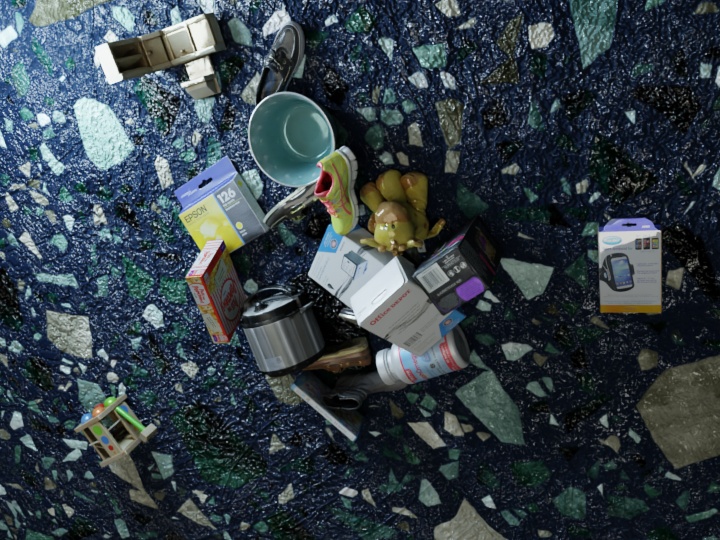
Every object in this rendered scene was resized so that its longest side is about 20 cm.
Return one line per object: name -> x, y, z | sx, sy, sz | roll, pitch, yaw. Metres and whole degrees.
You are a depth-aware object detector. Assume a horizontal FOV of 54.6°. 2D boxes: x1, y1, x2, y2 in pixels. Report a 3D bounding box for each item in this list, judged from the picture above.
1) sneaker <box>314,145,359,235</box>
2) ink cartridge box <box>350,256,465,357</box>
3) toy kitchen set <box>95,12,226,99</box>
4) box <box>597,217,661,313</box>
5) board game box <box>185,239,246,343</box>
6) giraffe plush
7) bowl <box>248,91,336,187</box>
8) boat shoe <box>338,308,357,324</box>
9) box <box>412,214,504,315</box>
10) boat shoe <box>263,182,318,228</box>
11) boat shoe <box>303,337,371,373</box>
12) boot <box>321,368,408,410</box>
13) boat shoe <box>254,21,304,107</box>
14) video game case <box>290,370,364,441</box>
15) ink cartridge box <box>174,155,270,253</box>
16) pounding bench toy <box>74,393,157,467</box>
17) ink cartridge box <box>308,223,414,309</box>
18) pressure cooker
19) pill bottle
sneaker -> -0.058, -0.158, 1.458 | 0.078, 0.090, 0.201 | 34, 139, 42
ink cartridge box -> 0.100, 0.079, 1.473 | 0.145, 0.084, 0.200 | -43, 131, 19
toy kitchen set -> -0.411, -0.438, 1.507 | 0.199, 0.180, 0.164 | -8, 110, 28
box -> 0.542, -0.012, 1.404 | 0.118, 0.041, 0.201 | 0, 109, 21
board game box -> -0.341, 0.050, 1.678 | 0.046, 0.152, 0.201 | -4, 126, 15
giraffe plush -> 0.073, -0.101, 1.474 | 0.172, 0.162, 0.200 | -27, 100, 28
bowl -> -0.130, -0.291, 1.506 | 0.200, 0.105, 0.202 | 8, 115, 18
boat shoe -> 0.046, 0.102, 1.642 | 0.199, 0.073, 0.063 | 6, 76, 23
box -> 0.205, -0.014, 1.438 | 0.122, 0.200, 0.106 | -35, 96, 29
boat shoe -> -0.140, -0.150, 1.588 | 0.201, 0.072, 0.061 | -37, 91, 27
boat shoe -> -0.065, 0.222, 1.717 | 0.199, 0.072, 0.068 | -16, 103, 23
boot -> 0.017, 0.290, 1.679 | 0.199, 0.132, 0.070 | -12, 106, 25
boat shoe -> -0.180, -0.430, 1.488 | 0.070, 0.066, 0.200 | 33, 119, 5
video game case -> -0.078, 0.328, 1.728 | 0.200, 0.143, 0.018 | 40, 101, 1
ink cartridge box -> -0.343, -0.142, 1.686 | 0.197, 0.047, 0.200 | -27, 103, 29
pounding bench toy -> -0.698, 0.444, 2.023 | 0.200, 0.124, 0.156 | -29, 99, 28
ink cartridge box -> 0.000, 0.000, 1.567 | 0.200, 0.086, 0.147 | 37, 121, 22
pressure cooker -> -0.188, 0.131, 1.660 | 0.175, 0.179, 0.201 | -24, 102, -15
pill bottle -> 0.141, 0.195, 1.597 | 0.199, 0.109, 0.109 | -22, 103, 23
